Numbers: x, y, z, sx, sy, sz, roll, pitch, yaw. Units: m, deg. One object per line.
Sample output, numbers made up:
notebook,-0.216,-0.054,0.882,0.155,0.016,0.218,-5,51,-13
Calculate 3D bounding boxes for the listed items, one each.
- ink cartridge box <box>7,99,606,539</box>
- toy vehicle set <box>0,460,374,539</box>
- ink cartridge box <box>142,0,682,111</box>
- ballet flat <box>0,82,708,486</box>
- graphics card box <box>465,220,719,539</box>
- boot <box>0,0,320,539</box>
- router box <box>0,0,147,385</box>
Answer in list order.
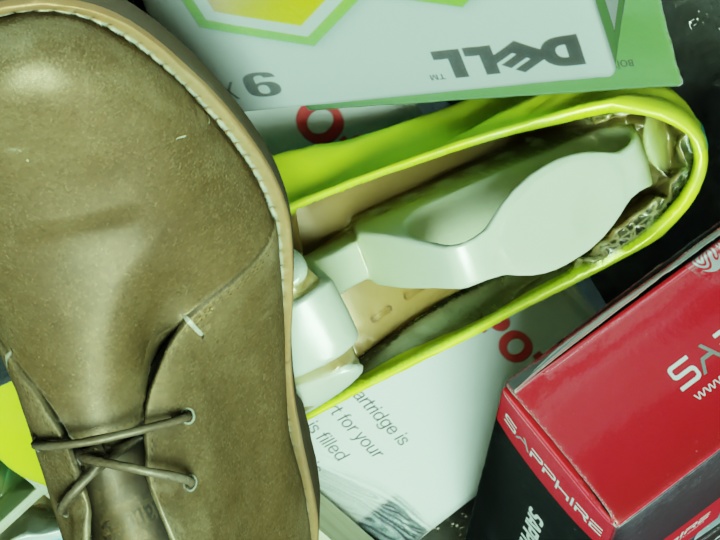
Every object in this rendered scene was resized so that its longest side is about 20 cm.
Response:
ink cartridge box,-0.047,0.023,0.846,0.200,0.084,0.145,-38,118,10
toy vehicle set,-0.078,0.085,0.807,0.124,0.027,0.200,-43,114,13
ink cartridge box,0.000,-0.090,0.669,0.103,0.060,0.201,-4,137,19
ballet flat,0.000,0.000,0.746,0.199,0.067,0.067,-25,109,-14
graphics card box,0.090,0.050,0.825,0.125,0.051,0.200,-35,164,-17
boot,-0.048,0.026,0.667,0.073,0.076,0.201,-9,131,10
router box,-0.143,-0.023,0.685,0.199,0.051,0.150,-24,130,4
